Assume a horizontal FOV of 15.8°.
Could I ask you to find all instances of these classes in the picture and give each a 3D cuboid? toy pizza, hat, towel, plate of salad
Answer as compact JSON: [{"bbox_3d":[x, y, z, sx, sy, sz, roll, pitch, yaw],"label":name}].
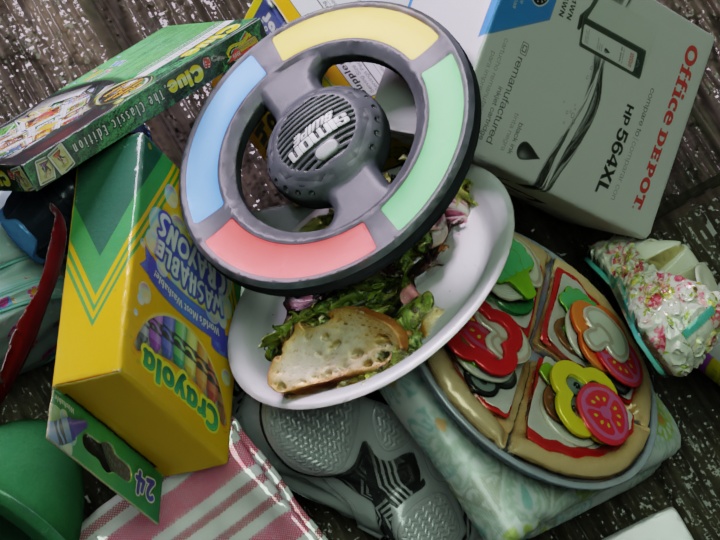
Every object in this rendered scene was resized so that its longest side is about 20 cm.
[{"bbox_3d":[0.110,0.045,1.602,0.199,0.032,0.201,25,41,-23],"label":"toy pizza"},{"bbox_3d":[-0.201,0.110,1.615,0.165,0.200,0.176,35,52,-11],"label":"hat"},{"bbox_3d":[0.100,0.076,1.639,0.200,0.048,0.171,-19,66,-49],"label":"towel"},{"bbox_3d":[-0.079,0.207,1.596,0.146,0.030,0.200,-38,84,13],"label":"towel"},{"bbox_3d":[0.000,0.000,1.556,0.199,0.048,0.201,-25,35,19],"label":"plate of salad"}]

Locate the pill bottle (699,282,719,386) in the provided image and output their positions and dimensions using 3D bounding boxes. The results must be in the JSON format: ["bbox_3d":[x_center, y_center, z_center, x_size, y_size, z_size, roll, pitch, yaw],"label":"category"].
[{"bbox_3d":[0.312,0.075,1.678,0.200,0.104,0.104,41,72,12],"label":"pill bottle"}]

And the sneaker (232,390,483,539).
[{"bbox_3d":[-0.004,0.126,1.659,0.200,0.115,0.075,37,70,-26],"label":"sneaker"}]

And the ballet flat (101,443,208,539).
[{"bbox_3d":[-0.101,0.172,1.638,0.200,0.067,0.062,37,75,12],"label":"ballet flat"}]

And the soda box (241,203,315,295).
[{"bbox_3d":[-0.065,0.003,1.707,0.199,0.064,0.069,-12,68,-8],"label":"soda box"}]

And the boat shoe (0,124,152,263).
[{"bbox_3d":[-0.164,-0.062,1.673,0.084,0.200,0.069,44,115,-13],"label":"boat shoe"}]

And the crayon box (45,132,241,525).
[{"bbox_3d":[-0.126,0.035,1.568,0.051,0.126,0.201,-13,55,25],"label":"crayon box"}]

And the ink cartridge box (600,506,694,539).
[{"bbox_3d":[0.173,0.272,1.624,0.162,0.057,0.201,-25,67,-12],"label":"ink cartridge box"}]

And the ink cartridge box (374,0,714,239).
[{"bbox_3d":[0.118,-0.122,1.645,0.084,0.199,0.147,15,85,48],"label":"ink cartridge box"}]

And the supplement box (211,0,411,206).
[{"bbox_3d":[0.021,-0.142,1.713,0.199,0.110,0.109,-24,70,-34],"label":"supplement box"}]

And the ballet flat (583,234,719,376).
[{"bbox_3d":[0.195,0.015,1.656,0.064,0.200,0.076,-38,108,5],"label":"ballet flat"}]

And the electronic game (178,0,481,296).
[{"bbox_3d":[-0.020,-0.075,1.551,0.199,0.042,0.201,-14,56,21],"label":"electronic game"}]

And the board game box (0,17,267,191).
[{"bbox_3d":[-0.159,-0.104,1.615,0.200,0.105,0.024,-35,111,-33],"label":"board game box"}]

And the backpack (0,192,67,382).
[{"bbox_3d":[-0.281,0.022,1.649,0.199,0.167,0.127,-23,78,-31],"label":"backpack"}]
